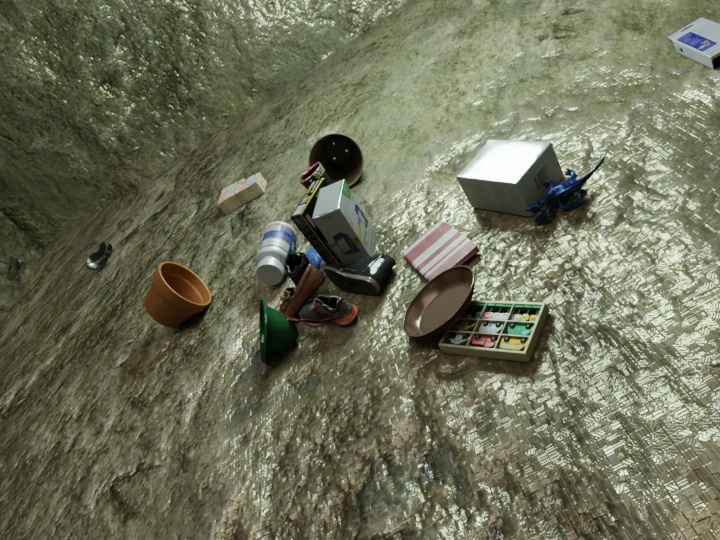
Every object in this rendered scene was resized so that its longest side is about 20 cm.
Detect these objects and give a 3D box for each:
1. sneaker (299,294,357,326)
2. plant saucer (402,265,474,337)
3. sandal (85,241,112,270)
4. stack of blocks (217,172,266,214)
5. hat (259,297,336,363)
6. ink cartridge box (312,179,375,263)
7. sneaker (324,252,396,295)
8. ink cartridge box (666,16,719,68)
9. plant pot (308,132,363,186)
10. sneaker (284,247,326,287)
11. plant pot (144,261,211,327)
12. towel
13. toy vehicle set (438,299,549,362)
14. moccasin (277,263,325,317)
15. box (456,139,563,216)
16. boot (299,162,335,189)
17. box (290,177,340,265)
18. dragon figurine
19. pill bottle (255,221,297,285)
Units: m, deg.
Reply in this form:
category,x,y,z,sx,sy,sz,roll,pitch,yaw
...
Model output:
category,x,y,z,sx,sy,sz,roll,pitch,yaw
sneaker,-0.094,0.089,1.526,0.199,0.082,0.077,-6,43,43
plant saucer,0.177,0.075,1.297,0.200,0.037,0.201,-41,19,17
sandal,-1.246,-0.061,2.834,0.057,0.080,0.202,-40,22,26
stack of blocks,-0.484,-0.326,2.444,0.198,0.059,0.116,-26,34,17
hat,-0.171,0.158,1.554,0.174,0.168,0.200,0,18,-14
ink cartridge box,-0.040,-0.124,1.637,0.087,0.201,0.146,-18,35,20
sneaker,0.000,0.000,1.572,0.199,0.075,0.106,15,53,40
ink cartridge box,0.870,-0.574,1.489,0.099,0.039,0.201,-29,35,13
plant pot,-0.080,-0.399,2.066,0.186,0.188,0.200,-29,19,12
sneaker,-0.161,-0.029,1.714,0.076,0.112,0.201,-18,36,26
plant pot,-0.608,0.090,1.933,0.140,0.199,0.201,-47,30,13
towel,0.195,-0.046,1.482,0.144,0.023,0.200,-39,31,0
toy vehicle set,0.267,0.118,1.200,0.198,0.027,0.125,-1,47,43
moccasin,-0.183,0.069,1.612,0.202,0.077,0.074,-48,12,16
box,0.369,-0.234,1.472,0.152,0.107,0.199,-48,34,-16
boot,-0.148,-0.236,1.924,0.073,0.151,0.200,12,56,50
box,-0.099,-0.138,1.710,0.049,0.201,0.161,-10,40,37
dragon figurine,0.472,-0.178,1.348,0.198,0.059,0.100,-23,35,22
pill bottle,-0.264,-0.052,1.840,0.110,0.111,0.201,-22,35,22
